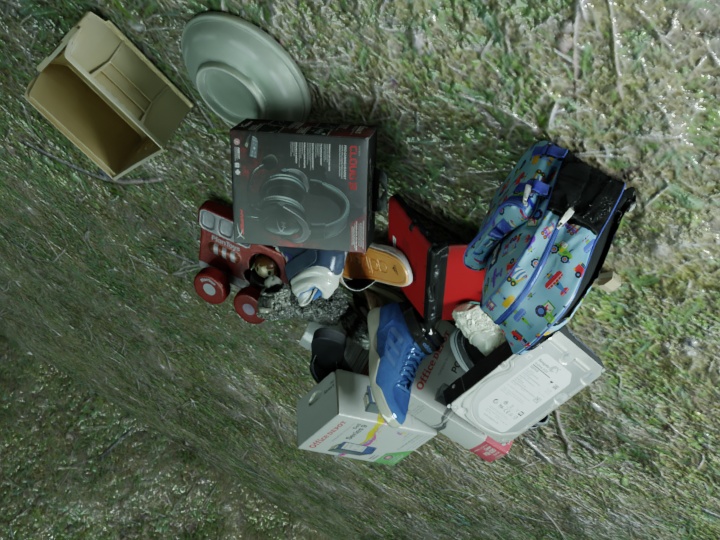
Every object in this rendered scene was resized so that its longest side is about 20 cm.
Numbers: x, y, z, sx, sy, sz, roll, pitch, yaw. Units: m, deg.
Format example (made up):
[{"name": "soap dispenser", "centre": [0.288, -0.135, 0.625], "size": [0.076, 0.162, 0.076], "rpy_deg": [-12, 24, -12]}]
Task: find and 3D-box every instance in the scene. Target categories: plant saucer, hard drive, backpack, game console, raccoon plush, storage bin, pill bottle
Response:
[{"name": "plant saucer", "centre": [-0.160, -0.242, 1.124], "size": [0.197, 0.051, 0.201], "rpy_deg": [24, 152, 14]}, {"name": "hard drive", "centre": [0.235, 0.161, 1.234], "size": [0.139, 0.038, 0.200], "rpy_deg": [36, 113, -29]}, {"name": "backpack", "centre": [0.196, -0.016, 0.969], "size": [0.133, 0.202, 0.183], "rpy_deg": [31, 153, -1]}, {"name": "game console", "centre": [0.130, -0.018, 1.231], "size": [0.173, 0.117, 0.201], "rpy_deg": [54, 163, 28]}, {"name": "raccoon plush", "centre": [-0.081, 0.079, 1.396], "size": [0.200, 0.133, 0.097], "rpy_deg": [48, 170, 18]}, {"name": "storage bin", "centre": [-0.381, -0.256, 1.276], "size": [0.198, 0.094, 0.199], "rpy_deg": [44, 150, -23]}, {"name": "pill bottle", "centre": [-0.006, 0.146, 1.531], "size": [0.198, 0.113, 0.112], "rpy_deg": [31, 153, 1]}]

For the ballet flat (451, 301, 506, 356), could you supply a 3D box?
[{"name": "ballet flat", "centre": [0.216, 0.112, 1.257], "size": [0.198, 0.073, 0.071], "rpy_deg": [29, 156, -29]}]

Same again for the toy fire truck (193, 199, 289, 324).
[{"name": "toy fire truck", "centre": [-0.195, -0.018, 1.477], "size": [0.197, 0.113, 0.170], "rpy_deg": [24, 133, 12]}]

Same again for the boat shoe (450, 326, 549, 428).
[{"name": "boat shoe", "centre": [0.218, 0.162, 1.328], "size": [0.201, 0.071, 0.068], "rpy_deg": [52, 170, 4]}]

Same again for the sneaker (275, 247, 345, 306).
[{"name": "sneaker", "centre": [-0.105, -0.024, 1.298], "size": [0.198, 0.150, 0.080], "rpy_deg": [10, -176, 41]}]

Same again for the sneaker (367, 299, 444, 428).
[{"name": "sneaker", "centre": [0.074, 0.133, 1.305], "size": [0.110, 0.203, 0.077], "rpy_deg": [-20, 141, 21]}]

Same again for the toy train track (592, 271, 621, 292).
[{"name": "toy train track", "centre": [0.253, 0.034, 1.143], "size": [0.198, 0.033, 0.114], "rpy_deg": [-12, 151, 43]}]

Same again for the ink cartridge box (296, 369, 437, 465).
[{"name": "ink cartridge box", "centre": [0.008, 0.251, 1.442], "size": [0.197, 0.089, 0.145], "rpy_deg": [18, 139, -27]}]

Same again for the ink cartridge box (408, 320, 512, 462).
[{"name": "ink cartridge box", "centre": [0.169, 0.193, 1.393], "size": [0.198, 0.147, 0.085], "rpy_deg": [30, 155, 0]}]

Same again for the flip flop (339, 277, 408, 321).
[{"name": "flip flop", "centre": [0.014, 0.050, 1.411], "size": [0.199, 0.058, 0.081], "rpy_deg": [37, 150, -7]}]

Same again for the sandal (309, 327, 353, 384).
[{"name": "sandal", "centre": [-0.055, 0.162, 1.426], "size": [0.075, 0.043, 0.201], "rpy_deg": [7, 148, 10]}]

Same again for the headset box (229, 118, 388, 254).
[{"name": "headset box", "centre": [-0.061, -0.109, 1.094], "size": [0.196, 0.077, 0.152], "rpy_deg": [6, 112, 10]}]

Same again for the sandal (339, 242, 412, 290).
[{"name": "sandal", "centre": [-0.002, -0.008, 1.285], "size": [0.205, 0.059, 0.080], "rpy_deg": [9, 122, 57]}]
